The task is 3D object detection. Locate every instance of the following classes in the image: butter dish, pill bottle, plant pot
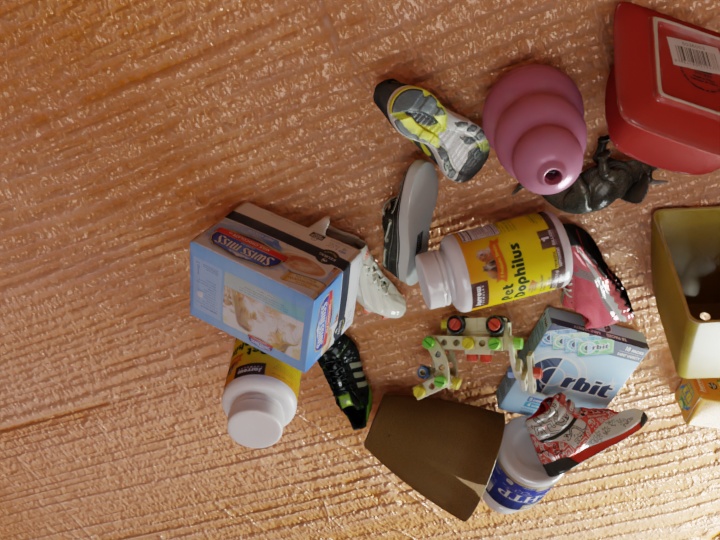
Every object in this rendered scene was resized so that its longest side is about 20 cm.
[{"bbox_3d":[0.365,-0.188,0.908,0.199,0.201,0.148,15,149,-8],"label":"butter dish"},{"bbox_3d":[0.180,-0.008,1.051,0.199,0.110,0.110,-14,126,-4],"label":"pill bottle"},{"bbox_3d":[0.114,0.287,1.273,0.199,0.187,0.187,23,126,4],"label":"plant pot"},{"bbox_3d":[0.270,0.342,1.309,0.119,0.120,0.201,6,145,-2],"label":"pill bottle"},{"bbox_3d":[0.512,0.043,1.058,0.198,0.201,0.177,-3,138,5],"label":"plant pot"},{"bbox_3d":[-0.145,0.163,1.148,0.108,0.201,0.110,1,127,1],"label":"pill bottle"}]

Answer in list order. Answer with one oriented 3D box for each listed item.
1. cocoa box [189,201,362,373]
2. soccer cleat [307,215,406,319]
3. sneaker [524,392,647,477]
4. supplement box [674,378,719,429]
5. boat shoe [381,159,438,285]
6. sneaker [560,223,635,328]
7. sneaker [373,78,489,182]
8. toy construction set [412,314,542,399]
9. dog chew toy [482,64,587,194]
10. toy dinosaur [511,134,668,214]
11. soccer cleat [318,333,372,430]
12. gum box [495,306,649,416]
[{"bbox_3d":[-0.118,0.019,1.046,0.199,0.131,0.134,24,129,18],"label":"cocoa box"},{"bbox_3d":[0.000,0.000,1.115,0.200,0.069,0.078,36,117,-19],"label":"soccer cleat"},{"bbox_3d":[0.357,0.235,1.217,0.200,0.108,0.067,-24,169,-17],"label":"sneaker"},{"bbox_3d":[0.628,0.220,1.254,0.198,0.067,0.069,6,127,-3],"label":"supplement box"},{"bbox_3d":[0.059,-0.068,1.055,0.063,0.071,0.201,29,135,27],"label":"boat shoe"},{"bbox_3d":[0.323,0.020,1.112,0.086,0.074,0.200,-29,121,23],"label":"sneaker"},{"bbox_3d":[0.093,-0.186,0.973,0.075,0.085,0.200,-48,136,9],"label":"sneaker"},{"bbox_3d":[0.178,0.135,1.172,0.198,0.092,0.132,0,86,11],"label":"toy construction set"},{"bbox_3d":[0.211,-0.160,0.901,0.124,0.201,0.125,1,127,1],"label":"dog chew toy"},{"bbox_3d":[0.303,-0.112,1.012,0.199,0.077,0.103,-21,117,14],"label":"toy dinosaur"},{"bbox_3d":[-0.026,0.174,1.235,0.067,0.081,0.201,-16,125,14],"label":"soccer cleat"},{"bbox_3d":[0.337,0.163,1.236,0.169,0.045,0.201,15,127,-9],"label":"gum box"}]
